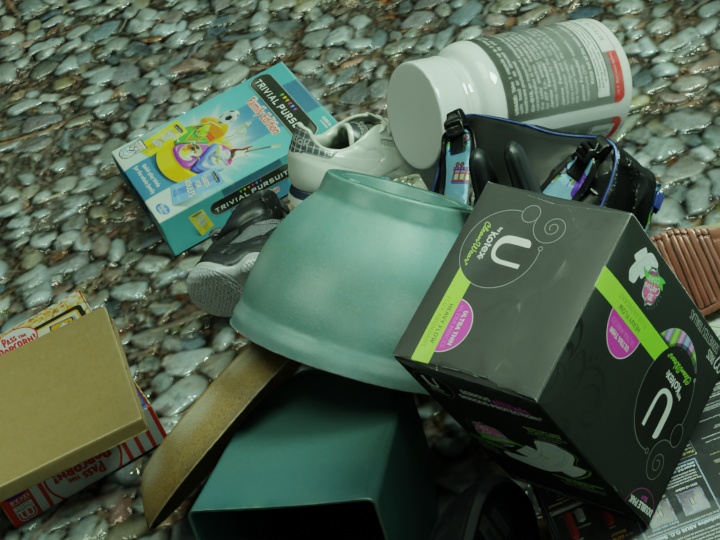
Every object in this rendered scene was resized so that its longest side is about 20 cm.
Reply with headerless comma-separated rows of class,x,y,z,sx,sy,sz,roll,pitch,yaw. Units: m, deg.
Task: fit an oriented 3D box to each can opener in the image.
can opener,0.126,-0.007,1.372,0.063,0.200,0.079,-9,27,7

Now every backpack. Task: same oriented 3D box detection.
backpack,0.136,-0.014,1.515,0.182,0.135,0.200,14,84,37

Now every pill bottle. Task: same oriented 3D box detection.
pill bottle,0.132,-0.156,1.645,0.200,0.114,0.114,-13,33,-27

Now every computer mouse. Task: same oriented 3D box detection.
computer mouse,0.067,0.225,1.298,0.053,0.139,0.200,-16,27,36

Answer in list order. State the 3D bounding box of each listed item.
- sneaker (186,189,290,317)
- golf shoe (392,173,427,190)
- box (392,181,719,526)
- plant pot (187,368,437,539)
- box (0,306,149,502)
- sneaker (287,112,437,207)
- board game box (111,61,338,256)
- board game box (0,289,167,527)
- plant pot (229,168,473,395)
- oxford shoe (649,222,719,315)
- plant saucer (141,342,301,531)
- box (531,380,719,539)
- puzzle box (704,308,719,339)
sneaker,-0.056,-0.025,1.663,0.200,0.076,0.114,-9,40,15
golf shoe,0.000,0.000,1.553,0.200,0.097,0.078,-40,8,31
box,0.143,0.058,1.271,0.124,0.200,0.149,16,70,38
plant pot,-0.017,0.166,1.383,0.141,0.141,0.200,-6,31,19
box,-0.288,0.124,1.566,0.200,0.021,0.164,-25,40,-2
sneaker,0.029,-0.103,1.672,0.200,0.081,0.076,-9,22,-26
board game box,-0.129,-0.114,1.823,0.200,0.047,0.151,-30,40,-9
board game box,-0.275,0.116,1.625,0.151,0.046,0.200,-29,39,-9
plant pot,0.015,0.001,1.394,0.200,0.134,0.200,15,9,-2
oxford shoe,0.280,-0.005,1.423,0.200,0.074,0.071,-19,83,19
plant saucer,-0.112,0.118,1.446,0.035,0.200,0.200,40,61,4
box,0.235,0.165,1.328,0.200,0.050,0.158,-21,39,1
puzzle box,0.250,0.039,1.442,0.133,0.025,0.200,7,37,47
